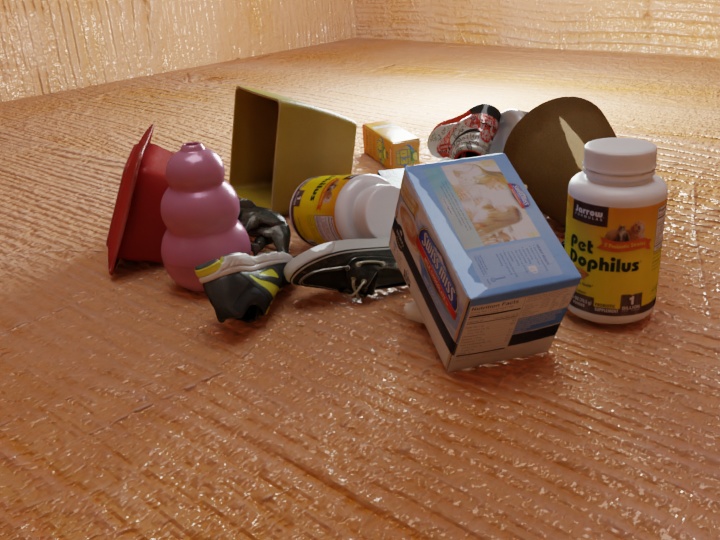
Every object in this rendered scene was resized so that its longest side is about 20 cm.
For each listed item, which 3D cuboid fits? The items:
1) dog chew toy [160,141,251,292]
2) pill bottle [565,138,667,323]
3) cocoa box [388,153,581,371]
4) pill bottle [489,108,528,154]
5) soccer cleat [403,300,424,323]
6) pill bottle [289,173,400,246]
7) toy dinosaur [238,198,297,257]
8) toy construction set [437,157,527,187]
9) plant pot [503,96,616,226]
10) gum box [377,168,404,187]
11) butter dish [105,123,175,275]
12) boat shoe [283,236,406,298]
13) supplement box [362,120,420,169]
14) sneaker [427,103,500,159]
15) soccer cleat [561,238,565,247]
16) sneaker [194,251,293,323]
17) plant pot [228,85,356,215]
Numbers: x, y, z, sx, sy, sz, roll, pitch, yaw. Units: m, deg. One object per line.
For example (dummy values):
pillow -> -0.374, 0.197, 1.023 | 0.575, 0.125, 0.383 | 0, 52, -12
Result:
dog chew toy -> -0.217, -0.075, 1.046 | 0.124, 0.201, 0.125 | -3, 22, 1
pill bottle -> 0.297, -0.048, 0.897 | 0.108, 0.201, 0.109 | -3, 23, 1
cocoa box -> 0.130, -0.014, 0.855 | 0.132, 0.132, 0.201 | -10, 51, -15
pill bottle -> 0.332, -0.208, 1.351 | 0.199, 0.121, 0.120 | 7, 18, -23
soccer cleat -> 0.107, 0.006, 0.991 | 0.077, 0.070, 0.200 | 0, 26, 16
pill bottle -> -0.015, -0.084, 1.110 | 0.109, 0.110, 0.200 | -18, 14, -31
toy dinosaur -> -0.160, -0.070, 1.187 | 0.199, 0.077, 0.102 | 12, 35, 38
toy construction set -> 0.153, -0.113, 1.183 | 0.131, 0.092, 0.200 | -50, 43, -2
plant pot -> 0.342, -0.141, 1.194 | 0.185, 0.187, 0.201 | -7, 39, -8
gum box -> 0.141, -0.144, 1.356 | 0.198, 0.045, 0.170 | -5, 24, -7
butter dish -> -0.298, -0.098, 1.179 | 0.147, 0.201, 0.200 | 15, 20, -16
boat shoe -> 0.000, 0.000, 1.003 | 0.199, 0.071, 0.064 | -10, 61, -20
supplement box -> 0.064, -0.265, 1.619 | 0.068, 0.067, 0.200 | -11, 24, -17
sneaker -> 0.169, -0.214, 1.368 | 0.067, 0.109, 0.201 | 26, -22, -20
soccer cleat -> 0.304, -0.039, 1.045 | 0.067, 0.082, 0.199 | 18, 31, 40
sneaker -> -0.141, 0.025, 0.981 | 0.074, 0.085, 0.200 | -15, -4, 25
plant pot -> -0.119, -0.220, 1.402 | 0.175, 0.201, 0.200 | -4, 20, -32
